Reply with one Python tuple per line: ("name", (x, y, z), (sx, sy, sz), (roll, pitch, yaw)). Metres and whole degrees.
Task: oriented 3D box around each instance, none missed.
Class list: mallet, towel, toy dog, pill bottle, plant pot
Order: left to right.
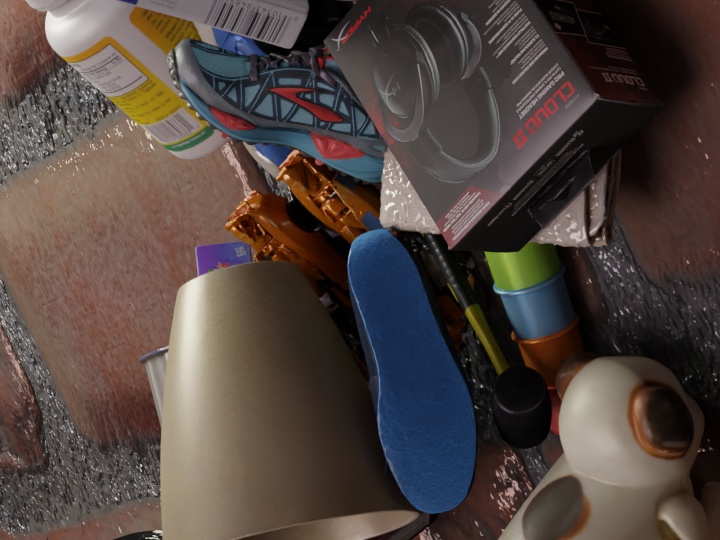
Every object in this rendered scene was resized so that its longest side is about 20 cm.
("pill bottle", (-0.173, -0.187, 1.672), (0.200, 0.113, 0.113), (41, 160, -30))
("plant pot", (-0.070, 0.101, 1.563), (0.187, 0.187, 0.200), (-36, 64, 59))
("mallet", (0.084, 0.040, 1.538), (0.066, 0.041, 0.200), (74, 171, -53))
("towel", (0.090, -0.085, 1.438), (0.200, 0.034, 0.133), (4, 91, 43))
("toy dog", (0.162, 0.153, 1.459), (0.140, 0.194, 0.200), (33, 107, 60))

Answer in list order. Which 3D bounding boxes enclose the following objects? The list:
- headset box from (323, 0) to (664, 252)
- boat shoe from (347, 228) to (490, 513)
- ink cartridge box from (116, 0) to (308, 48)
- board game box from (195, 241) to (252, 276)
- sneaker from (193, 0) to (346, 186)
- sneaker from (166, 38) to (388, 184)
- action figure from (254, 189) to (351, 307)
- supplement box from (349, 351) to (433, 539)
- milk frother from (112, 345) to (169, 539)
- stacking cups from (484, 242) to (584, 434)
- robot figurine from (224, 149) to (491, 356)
("headset box", (0.086, -0.119, 1.368), (0.149, 0.077, 0.200), (-46, 60, 32))
("boat shoe", (0.044, 0.067, 1.506), (0.069, 0.084, 0.200), (-19, -79, -84))
("ink cartridge box", (-0.140, -0.248, 1.500), (0.200, 0.196, 0.043), (-100, 30, -49))
("board game box", (-0.100, 0.087, 1.765), (0.134, 0.045, 0.200), (97, 167, -81))
("sneaker", (-0.048, -0.150, 1.625), (0.111, 0.077, 0.200), (-6, 115, 51))
("sneaker", (-0.041, -0.139, 1.549), (0.096, 0.200, 0.079), (-54, 32, 34))
("action figure", (-0.045, 0.019, 1.755), (0.130, 0.069, 0.200), (63, 146, 30))
("supplement box", (-0.004, 0.161, 1.739), (0.110, 0.086, 0.200), (50, 167, 18))
("milk frother", (-0.162, 0.167, 1.901), (0.180, 0.200, 0.188), (143, 113, -71))
("stacking cups", (0.121, 0.023, 1.523), (0.060, 0.060, 0.200), (9, 121, 54))
("robot figurine", (0.000, 0.000, 1.624), (0.200, 0.058, 0.145), (43, 128, -6))
